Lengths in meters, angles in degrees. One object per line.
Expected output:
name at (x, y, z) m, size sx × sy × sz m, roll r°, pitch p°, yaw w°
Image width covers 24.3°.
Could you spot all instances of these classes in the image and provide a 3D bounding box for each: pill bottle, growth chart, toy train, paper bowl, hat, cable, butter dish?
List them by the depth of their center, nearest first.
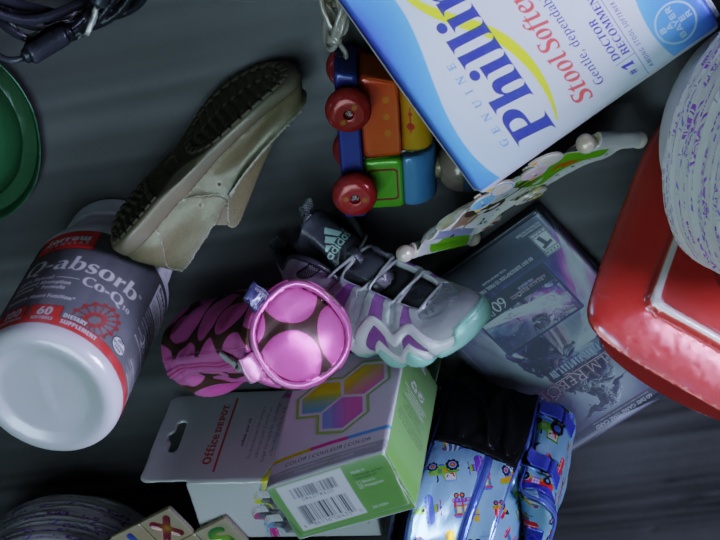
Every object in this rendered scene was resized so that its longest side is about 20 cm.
paper bowl at (0.281, -0.091, 1.127) m, size 0.199 × 0.104 × 0.203 m, roll -17°, pitch 120°, yaw -31°
cable at (-0.216, -0.239, 1.175) m, size 0.162 × 0.051 × 0.201 m, roll -19°, pitch 136°, yaw -9°
growth chart at (0.115, -0.056, 1.217) m, size 0.199 × 0.144 × 0.018 m, roll -31°, pitch 81°, yaw 36°
toy train at (0.031, -0.139, 1.224) m, size 0.114 × 0.085 × 0.202 m, roll -3°, pitch 123°, yaw 1°
butter dish at (0.254, 0.027, 1.245) m, size 0.198 × 0.201 × 0.148 m, roll 28°, pitch 151°, yaw -6°
hat at (-0.347, -0.076, 1.279) m, size 0.164 × 0.177 × 0.202 m, roll 8°, pitch 125°, yaw 6°
pill bottle at (-0.216, 0.036, 1.314) m, size 0.115 × 0.201 × 0.117 m, roll 5°, pitch 125°, yaw 8°
paper bowl at (-0.251, 0.289, 1.540) m, size 0.198 × 0.105 × 0.202 m, roll 6°, pitch 124°, yaw 8°

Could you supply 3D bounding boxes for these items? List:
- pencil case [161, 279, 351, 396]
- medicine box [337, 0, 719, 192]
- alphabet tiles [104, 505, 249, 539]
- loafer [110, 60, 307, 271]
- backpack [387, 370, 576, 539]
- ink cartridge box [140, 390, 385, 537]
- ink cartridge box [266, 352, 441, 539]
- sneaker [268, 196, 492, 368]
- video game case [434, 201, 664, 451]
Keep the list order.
pencil case at (-0.090, 0.056, 1.302) m, size 0.091 × 0.094 × 0.200 m, roll 51°, pitch 156°, yaw -11°
medicine box at (0.104, -0.190, 1.125) m, size 0.199 × 0.103 × 0.183 m, roll -35°, pitch 112°, yaw 8°
alphabet tiles at (-0.139, 0.286, 1.443) m, size 0.166 × 0.006 × 0.200 m, roll -28°, pitch 117°, yaw 23°
loafer at (-0.108, -0.078, 1.284) m, size 0.200 × 0.076 × 0.067 m, roll -43°, pitch 121°, yaw 16°
backpack at (0.090, 0.210, 1.355) m, size 0.133 × 0.201 × 0.184 m, roll 12°, pitch 132°, yaw 10°
ink cartridge box at (-0.074, 0.163, 1.421) m, size 0.198 × 0.116 × 0.068 m, roll -3°, pitch 125°, yaw 14°
ink cartridge box at (-0.001, 0.112, 1.320) m, size 0.103 × 0.201 × 0.060 m, roll -19°, pitch 119°, yaw 22°
sneaker at (0.000, 0.000, 1.286) m, size 0.199 × 0.078 × 0.141 m, roll -4°, pitch 126°, yaw 46°
video game case at (0.154, 0.052, 1.360) m, size 0.142 × 0.019 × 0.200 m, roll -36°, pitch 109°, yaw 29°
